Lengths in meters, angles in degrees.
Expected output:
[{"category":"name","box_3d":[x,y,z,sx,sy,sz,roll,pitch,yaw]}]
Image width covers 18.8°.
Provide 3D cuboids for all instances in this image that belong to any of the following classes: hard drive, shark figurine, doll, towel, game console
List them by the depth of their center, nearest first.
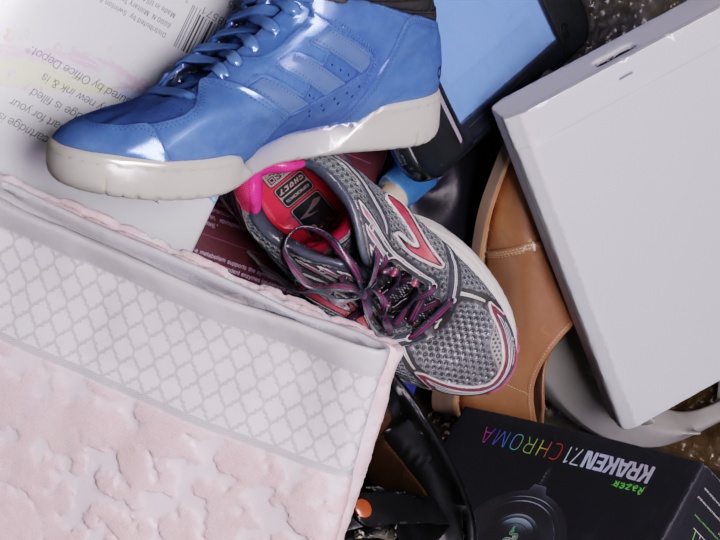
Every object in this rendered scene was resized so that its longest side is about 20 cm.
[{"category":"towel","box_3d":[-0.100,0.081,0.905,0.200,0.032,0.192,22,105,11]},{"category":"game console","box_3d":[0.076,-0.167,1.077,0.200,0.118,0.171,-43,111,-47]},{"category":"hard drive","box_3d":[0.159,-0.028,1.123,0.132,0.026,0.200,-28,120,-7]},{"category":"doll","box_3d":[0.031,-0.019,1.150,0.136,0.048,0.201,15,92,-64]},{"category":"shark figurine","box_3d":[0.159,0.071,1.233,0.214,0.089,0.128,25,88,-28]}]

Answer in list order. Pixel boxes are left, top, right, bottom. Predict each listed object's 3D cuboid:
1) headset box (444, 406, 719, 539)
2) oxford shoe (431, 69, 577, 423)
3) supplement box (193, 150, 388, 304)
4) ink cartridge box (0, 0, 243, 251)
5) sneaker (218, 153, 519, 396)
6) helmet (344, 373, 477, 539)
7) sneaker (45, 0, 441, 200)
[{"category":"headset box","box_3d":[0.083,0.186,1.084,0.093,0.174,0.200,45,68,-35]},{"category":"oxford shoe","box_3d":[0.095,-0.008,1.157,0.071,0.071,0.201,-39,143,-62]},{"category":"supplement box","box_3d":[-0.051,-0.054,1.107,0.109,0.061,0.201,21,90,-32]},{"category":"ink cartridge box","box_3d":[-0.140,-0.092,1.002,0.145,0.145,0.200,29,85,-30]},{"category":"sneaker","box_3d":[0.000,0.000,1.053,0.200,0.075,0.081,40,99,-24]},{"category":"helmet","box_3d":[-0.064,0.131,1.021,0.191,0.200,0.200,-38,122,25]},{"category":"sneaker","box_3d":[-0.047,-0.099,0.921,0.200,0.077,0.112,-13,115,-34]}]
